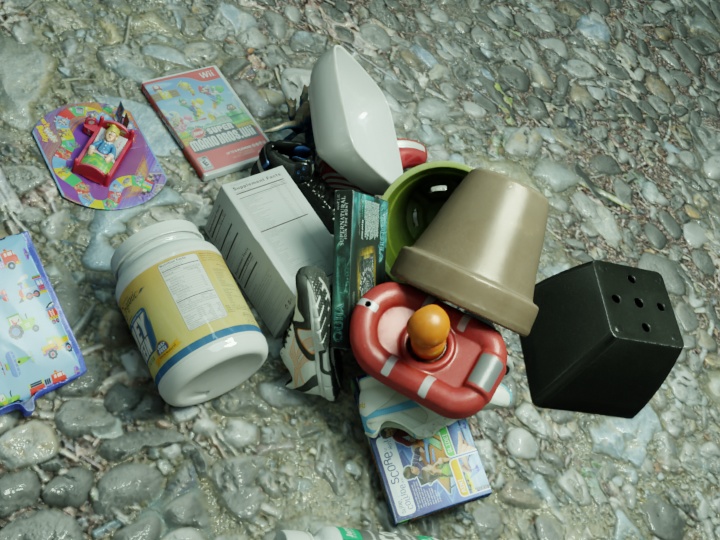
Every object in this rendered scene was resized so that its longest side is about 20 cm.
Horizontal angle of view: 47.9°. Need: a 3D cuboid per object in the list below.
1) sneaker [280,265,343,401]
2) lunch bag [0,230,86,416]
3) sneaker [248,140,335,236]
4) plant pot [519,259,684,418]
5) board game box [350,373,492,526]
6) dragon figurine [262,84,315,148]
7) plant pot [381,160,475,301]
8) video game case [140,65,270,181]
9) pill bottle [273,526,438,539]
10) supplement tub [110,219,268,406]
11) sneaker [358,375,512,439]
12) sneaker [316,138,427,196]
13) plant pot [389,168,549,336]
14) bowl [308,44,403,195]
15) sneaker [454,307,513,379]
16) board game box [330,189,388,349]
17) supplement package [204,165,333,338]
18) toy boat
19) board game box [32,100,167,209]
[{"bbox_3d":[-0.072,0.085,1.049,0.079,0.202,0.074,4,31,14],"label":"sneaker"},{"bbox_3d":[-0.426,0.077,0.950,0.150,0.094,0.201,-24,79,-39],"label":"lunch bag"},{"bbox_3d":[-0.070,-0.124,1.231,0.199,0.112,0.073,27,50,-7],"label":"sneaker"},{"bbox_3d":[0.381,0.096,1.270,0.198,0.178,0.202,10,55,-19],"label":"plant pot"},{"bbox_3d":[0.078,0.222,1.086,0.134,0.035,0.202,-14,66,-8],"label":"board game box"},{"bbox_3d":[-0.092,-0.230,1.305,0.058,0.100,0.201,18,40,10],"label":"dragon figurine"},{"bbox_3d":[0.125,-0.071,1.241,0.199,0.201,0.190,33,11,-1],"label":"plant pot"},{"bbox_3d":[-0.242,-0.240,1.300,0.142,0.017,0.201,-24,70,-36],"label":"video game case"},{"bbox_3d":[-0.003,0.358,0.936,0.198,0.113,0.114,12,53,-19],"label":"pill bottle"},{"bbox_3d":[-0.219,0.052,1.022,0.144,0.145,0.201,-17,66,-34],"label":"supplement tub"},{"bbox_3d":[0.097,0.177,1.054,0.198,0.077,0.082,-2,74,3],"label":"sneaker"},{"bbox_3d":[0.028,-0.149,1.346,0.198,0.078,0.117,-8,69,-16],"label":"sneaker"},{"bbox_3d":[0.161,-0.032,1.063,0.199,0.200,0.176,24,89,-9],"label":"plant pot"},{"bbox_3d":[-0.012,-0.218,1.241,0.200,0.074,0.202,31,45,-57],"label":"bowl"},{"bbox_3d":[0.142,0.083,1.204,0.200,0.073,0.112,38,24,-35],"label":"sneaker"},{"bbox_3d":[0.000,0.000,1.086,0.135,0.028,0.202,5,87,-69],"label":"board game box"},{"bbox_3d":[-0.116,-0.029,1.153,0.113,0.110,0.201,-23,70,-36],"label":"supplement package"},{"bbox_3d":[0.080,0.083,0.983,0.199,0.131,0.131,26,66,18],"label":"toy boat"},{"bbox_3d":[-0.375,-0.180,1.176,0.157,0.039,0.201,-17,66,-35],"label":"board game box"}]
